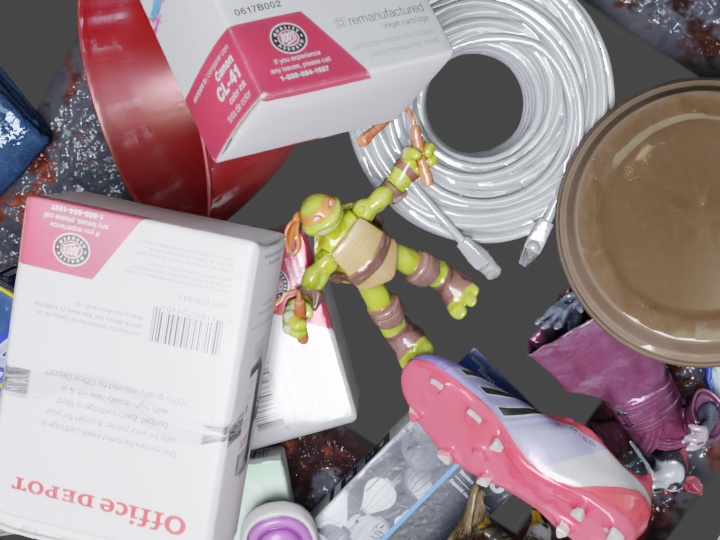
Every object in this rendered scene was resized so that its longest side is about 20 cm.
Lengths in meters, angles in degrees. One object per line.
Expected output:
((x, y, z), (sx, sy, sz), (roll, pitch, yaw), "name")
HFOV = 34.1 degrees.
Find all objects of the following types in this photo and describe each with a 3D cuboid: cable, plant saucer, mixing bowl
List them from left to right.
((-0.108, -0.129, 0.824), (0.108, 0.200, 0.202), (-22, 97, -25), "mixing bowl")
((0.088, -0.123, 0.866), (0.199, 0.069, 0.201), (37, 95, -3), "cable")
((0.231, -0.036, 0.797), (0.198, 0.029, 0.203), (-2, 82, 13), "plant saucer")

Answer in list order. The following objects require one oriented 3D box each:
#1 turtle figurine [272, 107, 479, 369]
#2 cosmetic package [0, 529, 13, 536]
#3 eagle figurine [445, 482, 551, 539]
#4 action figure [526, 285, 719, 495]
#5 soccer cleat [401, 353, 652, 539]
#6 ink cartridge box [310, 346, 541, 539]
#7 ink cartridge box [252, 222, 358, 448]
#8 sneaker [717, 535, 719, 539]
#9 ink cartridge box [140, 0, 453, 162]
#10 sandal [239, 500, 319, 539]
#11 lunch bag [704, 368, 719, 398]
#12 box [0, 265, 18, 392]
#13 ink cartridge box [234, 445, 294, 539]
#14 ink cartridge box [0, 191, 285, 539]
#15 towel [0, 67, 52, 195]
((0.000, 0.000, 0.806), (0.161, 0.064, 0.201), (43, 76, -36), "turtle figurine")
((-0.310, 0.099, 0.841), (0.199, 0.103, 0.088), (32, 100, 29), "cosmetic package")
((0.148, 0.239, 0.872), (0.199, 0.152, 0.152), (28, 62, -9), "eagle figurine")
((0.205, 0.090, 0.892), (0.133, 0.149, 0.201), (-16, 118, 32), "action figure")
((0.117, 0.120, 0.823), (0.199, 0.077, 0.067), (37, 135, 7), "soccer cleat")
((0.054, 0.165, 0.917), (0.099, 0.039, 0.200), (43, 95, -3), "ink cartridge box")
((-0.113, 0.059, 0.875), (0.198, 0.086, 0.149), (-15, 96, 5), "ink cartridge box")
((0.304, 0.185, 0.895), (0.200, 0.075, 0.105), (-39, 99, -3), "sneaker")
((-0.055, -0.183, 0.713), (0.146, 0.086, 0.202), (-19, 79, -32), "ink cartridge box")
((-0.055, 0.270, 0.895), (0.081, 0.050, 0.205), (-13, 114, 0), "sandal")
((0.346, 0.017, 0.856), (0.198, 0.127, 0.172), (-8, 97, 14), "lunch bag")
((-0.176, 0.079, 0.798), (0.199, 0.064, 0.070), (31, 99, -2), "box")
((-0.120, 0.250, 0.926), (0.159, 0.050, 0.203), (-10, 95, 2), "ink cartridge box")
((-0.135, 0.064, 0.714), (0.144, 0.085, 0.203), (12, 97, 8), "ink cartridge box")
((-0.337, -0.074, 0.889), (0.200, 0.049, 0.112), (-41, 95, 5), "towel")
